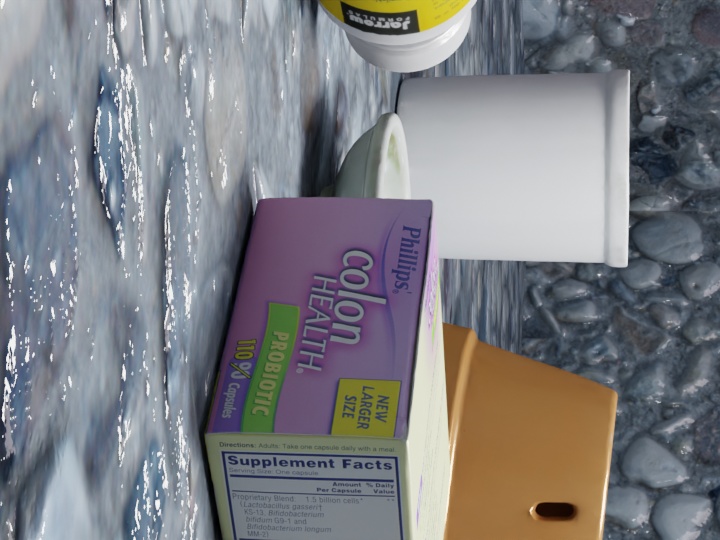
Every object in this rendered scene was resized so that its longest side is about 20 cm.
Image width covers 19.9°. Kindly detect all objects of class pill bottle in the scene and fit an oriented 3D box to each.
[{"bbox_3d":[0.019,-0.201,1.197,0.200,0.110,0.112,74,18,-64],"label":"pill bottle"}]

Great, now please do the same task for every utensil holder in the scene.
[{"bbox_3d":[0.135,-0.090,1.791,0.170,0.198,0.171,1,90,-84],"label":"utensil holder"}]

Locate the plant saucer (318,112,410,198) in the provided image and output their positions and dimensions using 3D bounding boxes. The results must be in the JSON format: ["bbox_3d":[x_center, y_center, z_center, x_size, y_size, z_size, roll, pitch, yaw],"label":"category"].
[{"bbox_3d":[0.000,0.000,1.310,0.200,0.050,0.202,0,90,-84],"label":"plant saucer"}]

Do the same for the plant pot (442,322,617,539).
[{"bbox_3d":[0.090,0.138,1.327,0.200,0.139,0.202,6,90,-83],"label":"plant pot"}]

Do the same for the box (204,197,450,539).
[{"bbox_3d":[-0.010,0.095,1.055,0.177,0.096,0.201,-81,170,-49],"label":"box"}]
